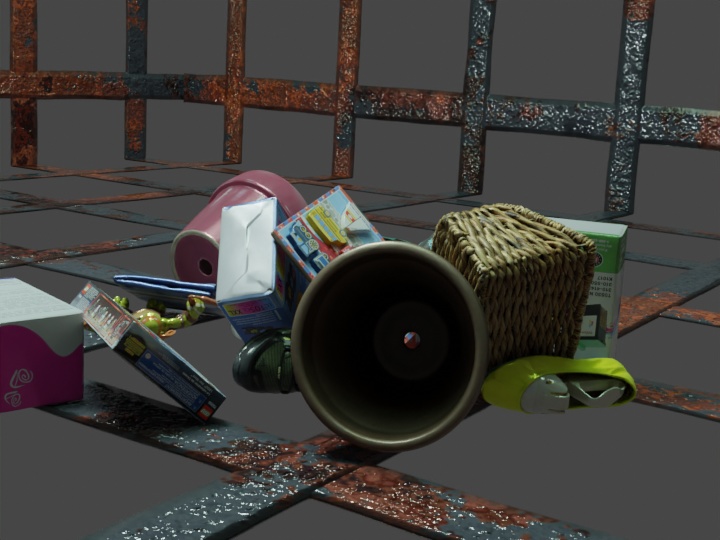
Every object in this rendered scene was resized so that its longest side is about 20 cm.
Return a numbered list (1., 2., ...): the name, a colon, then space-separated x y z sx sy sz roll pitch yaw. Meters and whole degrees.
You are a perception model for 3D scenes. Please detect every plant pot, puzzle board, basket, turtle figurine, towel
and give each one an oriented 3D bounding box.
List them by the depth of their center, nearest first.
1. plant pot: 0.041 0.075 1.128 0.196 0.204 0.175 5 1 10
2. basket: 0.168 0.021 1.258 0.147 0.202 0.143 -13 41 -16
3. puzzle board: 0.000 0.000 1.289 0.017 0.201 0.150 -40 -1 41
4. turtle figurine: -0.275 0.067 1.421 0.197 0.066 0.161 -10 7 -18
5. towel: -0.251 0.035 1.515 0.144 0.024 0.200 7 -10 6
6. plant pot: -0.194 -0.035 1.693 0.197 0.203 0.178 10 28 32

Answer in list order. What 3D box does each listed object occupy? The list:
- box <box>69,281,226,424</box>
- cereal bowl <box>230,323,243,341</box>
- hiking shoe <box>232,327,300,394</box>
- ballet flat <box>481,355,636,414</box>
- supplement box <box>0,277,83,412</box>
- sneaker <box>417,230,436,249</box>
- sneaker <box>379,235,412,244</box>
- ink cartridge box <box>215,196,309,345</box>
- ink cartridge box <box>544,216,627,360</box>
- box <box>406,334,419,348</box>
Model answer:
1. box: -0.238 0.087 1.190 0.137 0.040 0.199 45 -10 -27
2. cereal bowl: -0.083 0.050 1.521 0.196 0.085 0.200 4 10 -1
3. hiking shoe: -0.047 0.109 1.240 0.197 0.077 0.100 -2 9 -31
4. ballet flat: 0.234 0.135 1.239 0.197 0.068 0.067 -1 28 -27
5. supplement box: -0.398 0.079 1.222 0.102 0.103 0.198 -6 14 -40
6. sneaker: 0.111 -0.020 1.403 0.078 0.076 0.200 -25 -13 11
7. sneaker: -0.009 -0.015 1.442 0.196 0.073 0.080 -7 0 -18
8. ink cartridge box: -0.108 0.026 1.328 0.075 0.138 0.201 -7 -33 10
9. ink cartridge box: 0.250 0.042 1.351 0.142 0.204 0.084 7 14 18
10. box: 0.094 0.064 1.446 0.094 0.105 0.198 12 15 38
